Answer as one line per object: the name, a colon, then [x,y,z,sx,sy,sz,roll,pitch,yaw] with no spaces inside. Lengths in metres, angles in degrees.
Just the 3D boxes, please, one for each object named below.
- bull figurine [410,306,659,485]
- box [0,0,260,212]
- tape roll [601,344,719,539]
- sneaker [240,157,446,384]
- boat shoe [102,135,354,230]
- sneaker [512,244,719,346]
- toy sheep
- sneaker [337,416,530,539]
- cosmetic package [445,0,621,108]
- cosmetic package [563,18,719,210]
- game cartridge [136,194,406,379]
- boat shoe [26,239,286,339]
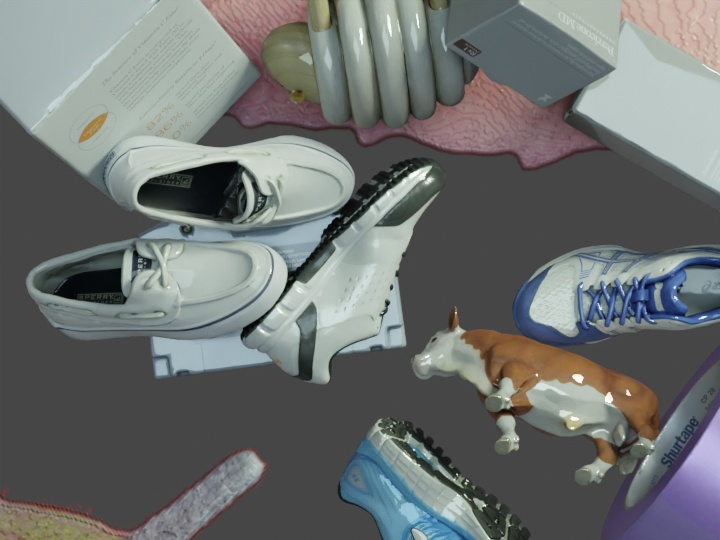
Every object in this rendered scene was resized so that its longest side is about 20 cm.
bull figurine: [0.136,0.096,1.574,0.199,0.122,0.065,15,121,-3]
box: [-0.185,-0.155,1.523,0.152,0.200,0.106,-45,69,-1]
tape roll: [0.259,0.137,1.527,0.065,0.200,0.201,35,90,0]
sneaker: [0.000,0.000,1.569,0.080,0.074,0.200,41,95,-11]
boat shoe: [-0.088,-0.061,1.527,0.199,0.066,0.072,7,112,-30]
sneaker: [0.215,0.014,1.585,0.199,0.088,0.076,-11,91,2]
toy sheep: [0.024,-0.173,1.566,0.199,0.138,0.139,-7,90,4]
sneaker: [0.064,0.208,1.604,0.200,0.078,0.090,45,109,4]
cosmetic package: [0.133,-0.235,1.531,0.106,0.090,0.201,26,53,-32]
cosmetic package: [0.258,-0.104,1.569,0.199,0.107,0.090,33,91,-1]
game cartridge: [-0.070,0.007,1.614,0.199,0.042,0.134,-7,85,1]
boat shoe: [-0.155,0.007,1.543,0.199,0.066,0.072,-3,64,24]
